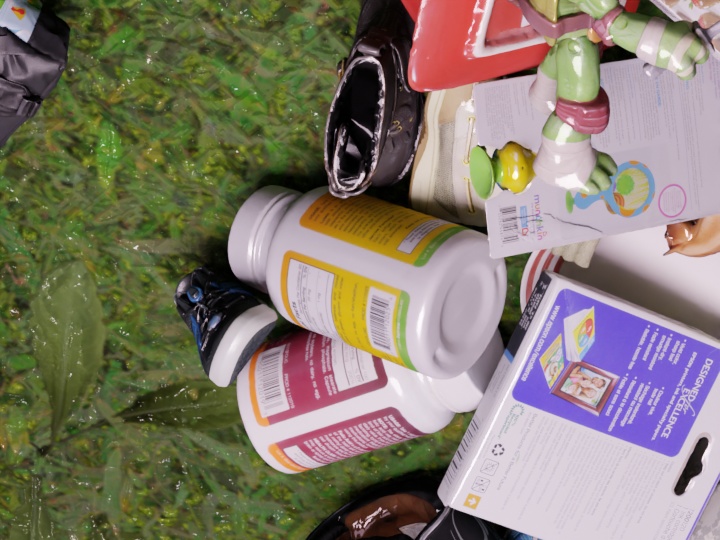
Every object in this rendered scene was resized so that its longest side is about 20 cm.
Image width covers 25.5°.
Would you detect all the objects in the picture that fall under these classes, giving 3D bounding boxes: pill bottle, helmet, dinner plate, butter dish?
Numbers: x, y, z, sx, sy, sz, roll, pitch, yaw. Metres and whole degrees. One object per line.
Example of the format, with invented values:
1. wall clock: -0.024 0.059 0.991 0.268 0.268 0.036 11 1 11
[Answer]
1. pill bottle: 0.000 0.000 1.195 0.199 0.111 0.111 20 135 34
2. pill bottle: 0.010 0.087 1.289 0.199 0.114 0.114 -19 120 26
3. helmet: 0.050 0.297 1.374 0.199 0.200 0.191 -18 106 25
4. dinner plate: 0.225 0.022 1.245 0.199 0.024 0.201 6 127 8
5. butter dish: 0.091 -0.237 1.012 0.148 0.199 0.200 45 138 35

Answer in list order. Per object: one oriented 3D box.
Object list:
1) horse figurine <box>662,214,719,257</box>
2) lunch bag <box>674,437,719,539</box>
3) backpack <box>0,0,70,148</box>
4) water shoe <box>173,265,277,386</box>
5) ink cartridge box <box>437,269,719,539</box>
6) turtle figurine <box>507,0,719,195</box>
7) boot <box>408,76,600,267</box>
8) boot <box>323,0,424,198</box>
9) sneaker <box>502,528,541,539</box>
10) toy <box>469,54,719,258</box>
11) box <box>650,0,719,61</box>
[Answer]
1. horse figurine: 0.303 -0.076 1.121 0.199 0.050 0.133 -6 107 18
2. lunch bag: 0.312 0.228 1.286 0.139 0.168 0.200 35 126 -13
3. backpack: -0.333 -0.185 1.166 0.199 0.154 0.163 21 134 -31
4. water shoe: -0.115 0.039 1.245 0.079 0.200 0.072 37 88 -4
5. ink cartridge box: 0.189 0.122 1.226 0.199 0.043 0.199 22 101 -15
6. turtle figurine: 0.167 -0.147 0.929 0.199 0.144 0.194 -23 145 -24
7. boot: 0.122 -0.097 1.136 0.154 0.072 0.200 21 135 11
8. boot: 0.003 -0.104 1.108 0.069 0.174 0.201 10 128 6
9. sneaker: 0.169 0.250 1.388 0.078 0.090 0.200 20 131 -1
10. toy: 0.162 -0.083 1.081 0.199 0.047 0.116 -12 102 -24
11. box: 0.265 -0.136 1.036 0.200 0.041 0.039 37 100 -15
